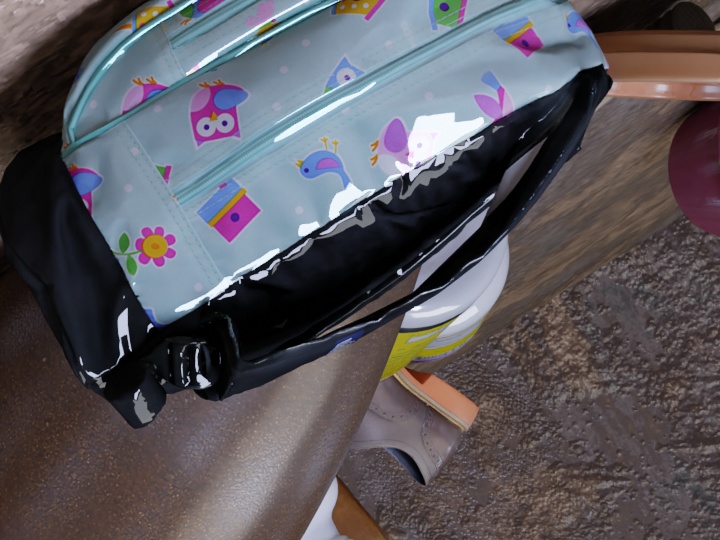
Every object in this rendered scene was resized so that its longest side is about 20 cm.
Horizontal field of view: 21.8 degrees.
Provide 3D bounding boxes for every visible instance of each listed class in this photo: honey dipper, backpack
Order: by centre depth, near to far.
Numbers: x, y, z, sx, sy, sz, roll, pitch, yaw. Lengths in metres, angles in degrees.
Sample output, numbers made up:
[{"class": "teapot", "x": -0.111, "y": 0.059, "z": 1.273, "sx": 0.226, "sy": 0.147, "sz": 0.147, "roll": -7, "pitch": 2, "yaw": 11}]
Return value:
[{"class": "backpack", "x": -0.017, "y": -0.046, "z": 0.623, "sx": 0.199, "sy": 0.127, "sz": 0.167, "roll": -33, "pitch": -176, "yaw": 1}, {"class": "honey dipper", "x": 0.158, "y": -0.116, "z": 1.254, "sx": 0.038, "sy": 0.038, "sz": 0.200, "roll": -26, "pitch": 174, "yaw": -41}]

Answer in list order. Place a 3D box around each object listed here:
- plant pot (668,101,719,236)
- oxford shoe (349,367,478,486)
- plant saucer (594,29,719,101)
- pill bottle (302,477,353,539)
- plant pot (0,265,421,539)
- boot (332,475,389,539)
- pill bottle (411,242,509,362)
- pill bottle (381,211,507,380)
[{"class": "plant pot", "x": 0.387, "y": -0.104, "z": 1.739, "sx": 0.199, "sy": 0.201, "sz": 0.179, "roll": -29, "pitch": -172, "yaw": -25}, {"class": "oxford shoe", "x": -0.010, "y": 0.080, "z": 1.261, "sx": 0.073, "sy": 0.199, "sz": 0.071, "roll": -63, "pitch": -156, "yaw": -9}, {"class": "plant saucer", "x": 0.205, "y": -0.118, "z": 1.091, "sx": 0.198, "sy": 0.033, "sz": 0.200, "roll": 1, "pitch": -177, "yaw": 0}, {"class": "pill bottle", "x": -0.084, "y": 0.111, "z": 1.062, "sx": 0.115, "sy": 0.201, "sz": 0.116, "roll": -32, "pitch": 172, "yaw": -5}, {"class": "plant pot", "x": -0.064, "y": 0.026, "z": 0.787, "sx": 0.200, "sy": 0.187, "sz": 0.187, "roll": -51, "pitch": 165, "yaw": 27}, {"class": "boot", "x": -0.104, "y": 0.160, "z": 1.293, "sx": 0.188, "sy": 0.201, "sz": 0.068, "roll": -32, "pitch": 173, "yaw": -2}, {"class": "pill bottle", "x": 0.042, "y": -0.002, "z": 1.226, "sx": 0.104, "sy": 0.105, "sz": 0.200, "roll": -31, "pitch": 172, "yaw": -7}, {"class": "pill bottle", "x": 0.000, "y": 0.000, "z": 1.031, "sx": 0.112, "sy": 0.113, "sz": 0.200, "roll": -29, "pitch": 172, "yaw": -22}]
